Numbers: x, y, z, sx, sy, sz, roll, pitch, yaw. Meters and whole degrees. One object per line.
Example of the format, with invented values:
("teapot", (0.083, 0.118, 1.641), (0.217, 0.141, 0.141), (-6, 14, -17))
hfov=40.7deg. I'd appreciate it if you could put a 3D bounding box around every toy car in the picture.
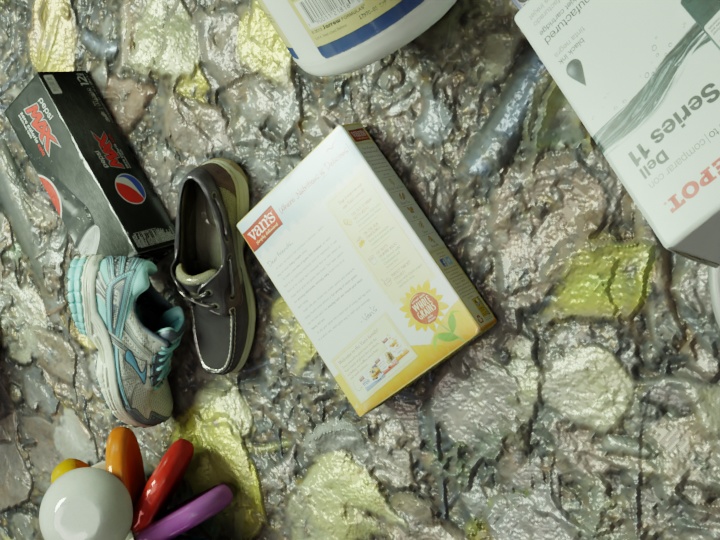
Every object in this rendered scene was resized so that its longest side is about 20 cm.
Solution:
("toy car", (-0.195, 0.240, 0.922), (0.150, 0.175, 0.200), (-37, 87, -7))

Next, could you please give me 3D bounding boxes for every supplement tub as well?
("supplement tub", (-0.030, -0.251, 0.660), (0.144, 0.145, 0.200), (-15, 123, 33))

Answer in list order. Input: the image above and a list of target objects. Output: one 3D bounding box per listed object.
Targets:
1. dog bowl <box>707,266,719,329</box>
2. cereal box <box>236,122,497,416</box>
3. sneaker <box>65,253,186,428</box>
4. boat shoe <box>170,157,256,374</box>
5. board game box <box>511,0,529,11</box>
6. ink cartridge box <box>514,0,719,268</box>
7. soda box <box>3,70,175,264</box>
("dog bowl", (0.310, 0.003, 0.597), (0.199, 0.059, 0.201), (8, 106, 31))
("cereal box", (0.000, 0.000, 0.800), (0.144, 0.039, 0.200), (-39, 79, 32))
("sneaker", (-0.201, 0.071, 0.897), (0.086, 0.078, 0.201), (-6, 129, 10))
("boat shoe", (-0.138, 0.002, 0.871), (0.072, 0.065, 0.201), (11, 107, 28))
("board game box", (0.116, -0.281, 0.668), (0.135, 0.034, 0.200), (-45, 77, 31))
("ink cartridge box", (0.206, -0.124, 0.581), (0.147, 0.083, 0.201), (-44, 56, 30))
("soda box", (-0.256, -0.089, 0.927), (0.071, 0.063, 0.201), (-35, 81, 32))
